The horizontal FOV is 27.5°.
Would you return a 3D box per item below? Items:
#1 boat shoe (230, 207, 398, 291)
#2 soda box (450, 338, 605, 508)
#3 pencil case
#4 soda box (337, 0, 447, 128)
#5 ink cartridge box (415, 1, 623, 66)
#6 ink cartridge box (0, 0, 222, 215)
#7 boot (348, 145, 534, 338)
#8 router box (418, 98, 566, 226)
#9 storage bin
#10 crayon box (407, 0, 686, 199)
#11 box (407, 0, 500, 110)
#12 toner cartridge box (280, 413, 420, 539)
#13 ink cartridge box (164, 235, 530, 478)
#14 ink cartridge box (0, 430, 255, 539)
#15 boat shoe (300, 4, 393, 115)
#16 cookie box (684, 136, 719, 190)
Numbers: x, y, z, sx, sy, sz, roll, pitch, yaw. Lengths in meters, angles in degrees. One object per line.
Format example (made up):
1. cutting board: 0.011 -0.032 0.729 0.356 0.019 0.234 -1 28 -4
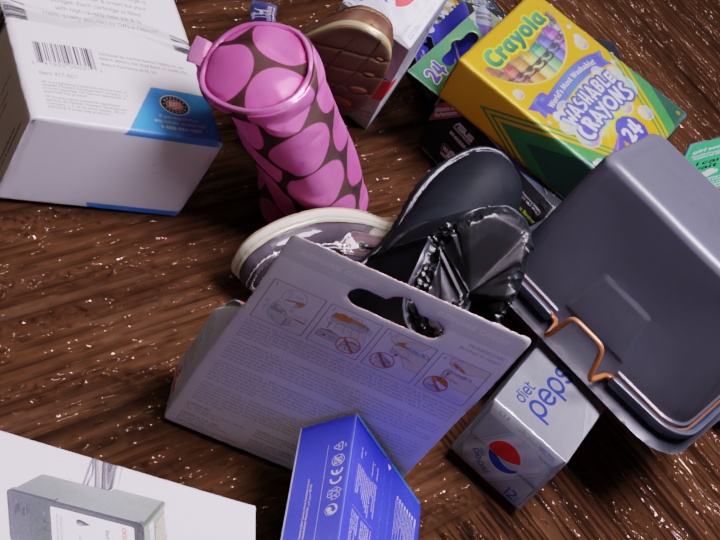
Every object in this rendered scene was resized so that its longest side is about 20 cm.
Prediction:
1. boat shoe: 0.000 0.000 1.081 0.200 0.072 0.065 1 49 -40
2. soda box: 0.148 0.087 1.094 0.068 0.063 0.200 42 39 6
3. pencil case: -0.055 -0.095 1.051 0.093 0.200 0.091 10 63 17
4. soda box: 0.013 -0.183 1.175 0.063 0.200 0.068 35 74 -1
5. ink cartridge box: 0.142 -0.192 1.312 0.199 0.037 0.095 10 35 -14
6. ink cartridge box: -0.202 -0.146 1.066 0.146 0.084 0.200 5 48 -33
7. boot: 0.072 -0.018 0.988 0.200 0.168 0.076 -43 103 -22
8. router box: 0.171 -0.097 1.292 0.200 0.062 0.150 -14 54 -42
9. storage bin: 0.206 0.008 1.047 0.200 0.134 0.145 46 40 16
10. crayon box: 0.155 -0.146 1.215 0.200 0.052 0.126 39 52 7
11. box: 0.087 -0.221 1.394 0.136 0.038 0.200 -9 57 -42
12. toner cartridge box: -0.009 0.191 0.867 0.095 0.043 0.200 59 26 -34
13. ink cartridge box: -0.013 0.054 0.911 0.162 0.200 0.050 24 42 -15
14. ink cartridge box: -0.169 0.162 0.730 0.200 0.146 0.084 20 40 -20
15. boat shoe: -0.032 -0.152 1.101 0.072 0.200 0.068 29 63 -15
16. cookie box: 0.315 0.000 1.245 0.171 0.075 0.200 65 33 -22
